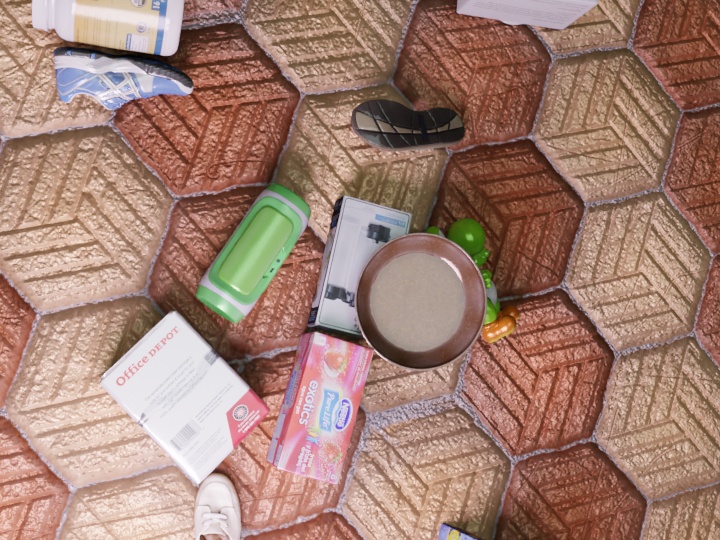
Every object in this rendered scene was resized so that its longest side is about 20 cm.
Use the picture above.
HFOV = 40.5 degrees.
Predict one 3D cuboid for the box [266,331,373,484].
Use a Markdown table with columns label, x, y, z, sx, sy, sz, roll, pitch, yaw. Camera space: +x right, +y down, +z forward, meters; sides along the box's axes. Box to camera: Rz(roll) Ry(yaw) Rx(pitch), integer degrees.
| label | x | y | z | sx | sy | sz | roll | pitch | yaw |
| --- | --- | --- | --- | --- | --- | --- | --- | --- | --- |
| box | -0.061 | 0.199 | 1.424 | 0.094 | 0.103 | 0.202 | 18 | 79 | -14 |

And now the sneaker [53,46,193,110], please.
| label | x | y | z | sx | sy | sz | roll | pitch | yaw |
| --- | --- | --- | --- | --- | --- | --- | --- | --- | --- |
| sneaker | -0.342 | -0.272 | 1.411 | 0.198 | 0.076 | 0.078 | 6 | 106 | -15 |

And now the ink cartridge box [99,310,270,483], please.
| label | x | y | z | sx | sy | sz | roll | pitch | yaw |
| --- | --- | --- | --- | --- | --- | --- | --- | --- | --- |
| ink cartridge box | -0.250 | 0.176 | 1.381 | 0.144 | 0.084 | 0.200 | -44 | 98 | -14 |

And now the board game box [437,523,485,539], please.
| label | x | y | z | sx | sy | sz | roll | pitch | yaw |
| --- | --- | --- | --- | --- | --- | --- | --- | --- | --- |
| board game box | 0.148 | 0.451 | 1.408 | 0.034 | 0.200 | 0.136 | 18 | 81 | -13 |

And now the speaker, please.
| label | x | y | z | sx | sy | sz | roll | pitch | yaw |
| --- | --- | --- | --- | --- | --- | --- | --- | --- | --- |
| speaker | -0.155 | -0.026 | 1.426 | 0.088 | 0.088 | 0.201 | 35 | 77 | -10 |

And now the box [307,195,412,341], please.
| label | x | y | z | sx | sy | sz | roll | pitch | yaw |
| --- | --- | --- | --- | --- | --- | --- | --- | --- | --- |
| box | 0.000 | 0.000 | 1.479 | 0.116 | 0.060 | 0.202 | 16 | 81 | -14 |

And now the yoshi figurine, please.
| label | x | y | z | sx | sy | sz | roll | pitch | yaw |
| --- | --- | --- | --- | --- | --- | --- | --- | --- | --- |
| yoshi figurine | 0.181 | 0.002 | 1.512 | 0.112 | 0.112 | 0.201 | -38 | 93 | -31 |

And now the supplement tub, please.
| label | x | y | z | sx | sy | sz | roll | pitch | yaw |
| --- | --- | --- | --- | --- | --- | --- | --- | --- | --- |
| supplement tub | -0.351 | -0.387 | 1.370 | 0.198 | 0.145 | 0.146 | 5 | 84 | -15 |

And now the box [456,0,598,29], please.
| label | x | y | z | sx | sy | sz | roll | pitch | yaw |
| --- | --- | --- | --- | --- | --- | --- | --- | --- | --- |
| box | 0.269 | -0.511 | 1.561 | 0.197 | 0.131 | 0.202 | 5 | 83 | -15 |

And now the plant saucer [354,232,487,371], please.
| label | x | y | z | sx | sy | sz | roll | pitch | yaw |
| --- | --- | --- | --- | --- | --- | --- | --- | --- | --- |
| plant saucer | 0.087 | 0.046 | 1.440 | 0.198 | 0.037 | 0.202 | 0 | 87 | -9 |

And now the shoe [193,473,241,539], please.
| label | x | y | z | sx | sy | sz | roll | pitch | yaw |
| --- | --- | --- | --- | --- | --- | --- | --- | --- | --- |
| shoe | -0.202 | 0.392 | 1.391 | 0.069 | 0.053 | 0.202 | 1 | 85 | -15 |

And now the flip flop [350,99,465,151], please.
| label | x | y | z | sx | sy | sz | roll | pitch | yaw |
| --- | --- | --- | --- | --- | --- | --- | --- | --- | --- |
| flip flop | 0.072 | -0.221 | 1.525 | 0.199 | 0.057 | 0.082 | -5 | 82 | -31 |
